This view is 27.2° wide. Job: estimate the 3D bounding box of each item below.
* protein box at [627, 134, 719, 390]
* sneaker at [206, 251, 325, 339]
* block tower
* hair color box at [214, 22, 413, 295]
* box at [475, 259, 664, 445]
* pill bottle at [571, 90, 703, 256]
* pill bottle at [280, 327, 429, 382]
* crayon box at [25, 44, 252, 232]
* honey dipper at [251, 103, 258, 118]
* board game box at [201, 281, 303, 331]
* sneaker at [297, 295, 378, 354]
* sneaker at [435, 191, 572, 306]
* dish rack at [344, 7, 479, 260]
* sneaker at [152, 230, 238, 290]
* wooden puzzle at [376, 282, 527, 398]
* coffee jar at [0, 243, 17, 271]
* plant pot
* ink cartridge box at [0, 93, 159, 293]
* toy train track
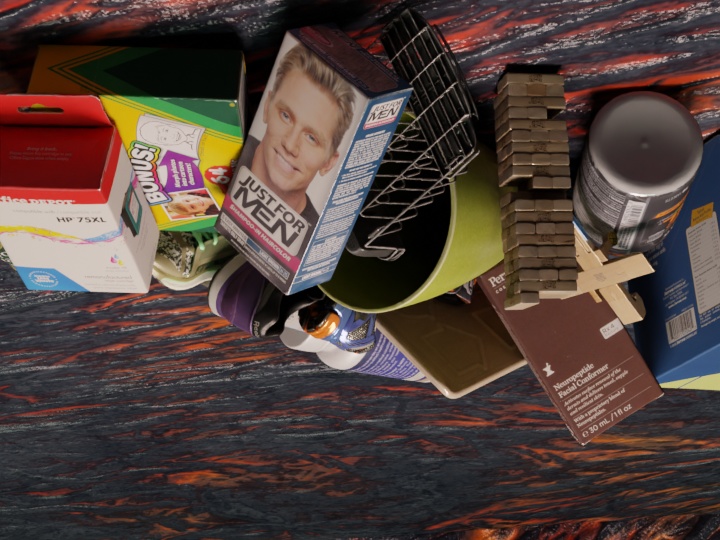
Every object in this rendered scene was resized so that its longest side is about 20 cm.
[{"bbox_3d":[0.377,-0.003,1.508,0.134,0.201,0.199,4,158,-21],"label":"protein box"},{"bbox_3d":[-0.048,-0.012,1.425,0.087,0.200,0.076,31,158,31],"label":"sneaker"},{"bbox_3d":[0.153,-0.068,1.304,0.057,0.201,0.054,0,172,-8],"label":"block tower"},{"bbox_3d":[-0.042,-0.090,1.220,0.060,0.100,0.201,-20,143,-48],"label":"hair color box"},{"bbox_3d":[0.206,0.060,1.479,0.100,0.201,0.075,-32,-177,0],"label":"box"},{"bbox_3d":[0.257,-0.081,1.419,0.105,0.107,0.200,-4,160,1],"label":"pill bottle"},{"bbox_3d":[0.009,0.060,1.730,0.199,0.121,0.119,11,155,-35],"label":"pill bottle"},{"bbox_3d":[-0.179,-0.108,1.280,0.171,0.059,0.200,1,149,2],"label":"crayon box"},{"bbox_3d":[-0.150,-0.131,1.329,0.198,0.038,0.038,0,159,0],"label":"honey dipper"},{"bbox_3d":[-0.094,0.024,1.594,0.134,0.034,0.200,18,-175,-44],"label":"board game box"},{"bbox_3d":[0.000,0.000,1.476,0.075,0.201,0.078,-17,131,43],"label":"sneaker"},{"bbox_3d":[0.129,-0.022,1.544,0.199,0.113,0.078,-9,159,14],"label":"sneaker"},{"bbox_3d":[0.029,-0.113,1.233,0.054,0.154,0.200,-10,158,-41],"label":"dish rack"},{"bbox_3d":[-0.139,-0.036,1.424,0.199,0.077,0.089,0,137,-53],"label":"sneaker"},{"bbox_3d":[0.103,0.054,1.572,0.199,0.185,0.046,-19,138,-35],"label":"wooden puzzle"},{"bbox_3d":[-0.333,-0.055,1.422,0.104,0.086,0.200,-13,158,25],"label":"coffee jar"},{"bbox_3d":[0.070,-0.058,1.385,0.186,0.188,0.199,-20,168,38],"label":"plant pot"},{"bbox_3d":[-0.250,-0.061,1.247,0.115,0.068,0.200,1,148,10],"label":"ink cartridge box"},{"bbox_3d":[0.206,-0.035,1.391,0.114,0.033,0.200,-19,117,46],"label":"toy train track"}]
